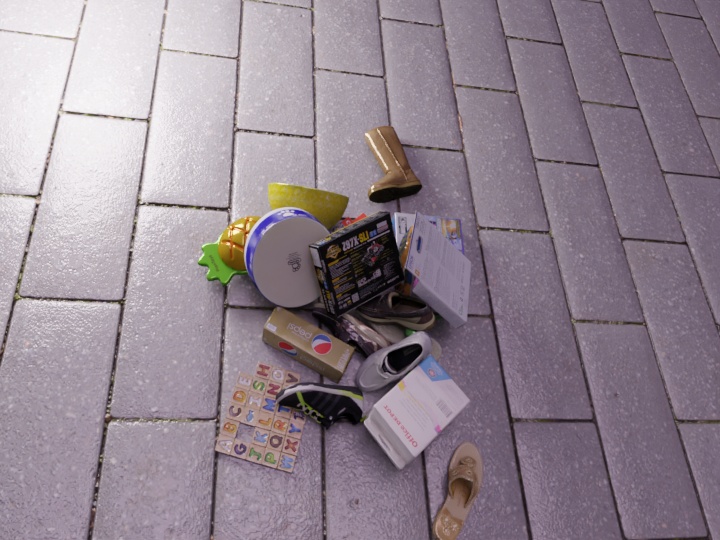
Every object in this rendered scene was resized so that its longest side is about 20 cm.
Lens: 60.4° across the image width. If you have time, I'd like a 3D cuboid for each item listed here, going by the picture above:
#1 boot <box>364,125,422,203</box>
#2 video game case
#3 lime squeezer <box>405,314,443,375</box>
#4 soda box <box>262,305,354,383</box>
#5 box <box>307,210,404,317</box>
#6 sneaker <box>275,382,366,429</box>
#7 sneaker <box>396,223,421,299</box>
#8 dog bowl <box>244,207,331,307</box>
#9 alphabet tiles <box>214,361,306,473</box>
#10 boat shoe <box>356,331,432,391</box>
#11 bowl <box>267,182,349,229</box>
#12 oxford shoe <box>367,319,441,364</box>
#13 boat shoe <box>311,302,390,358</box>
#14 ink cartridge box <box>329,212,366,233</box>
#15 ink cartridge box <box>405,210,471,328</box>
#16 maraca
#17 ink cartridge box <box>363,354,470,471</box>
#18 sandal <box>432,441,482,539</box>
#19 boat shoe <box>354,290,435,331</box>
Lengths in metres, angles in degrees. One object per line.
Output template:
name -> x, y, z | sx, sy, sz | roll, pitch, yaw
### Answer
boot -> 0.057, -0.282, 1.635 | 0.171, 0.066, 0.204 | -11, 65, -33
video game case -> 0.169, -0.040, 1.534 | 0.175, 0.046, 0.206 | 5, 61, -9
lime squeezer -> 0.143, 0.134, 1.364 | 0.070, 0.038, 0.200 | 38, 62, 16
soda box -> -0.114, 0.160, 1.339 | 0.196, 0.068, 0.065 | 29, 58, 4
box -> -0.004, -0.016, 1.335 | 0.196, 0.049, 0.165 | -27, 112, -28
sneaker -> -0.078, 0.282, 1.274 | 0.193, 0.072, 0.085 | 5, 62, -16
sneaker -> 0.136, -0.012, 1.455 | 0.086, 0.075, 0.206 | 21, 59, -20
dog bowl -> -0.151, -0.028, 1.346 | 0.194, 0.207, 0.079 | -11, 21, -19
alphabet tiles -> -0.193, 0.295, 1.281 | 0.162, 0.008, 0.205 | 16, 59, -4
boat shoe -> 0.061, 0.194, 1.298 | 0.074, 0.199, 0.065 | 52, 22, 7
bowl -> -0.129, -0.134, 1.455 | 0.193, 0.200, 0.112 | 9, 92, -8
oxford shoe -> 0.095, 0.151, 1.404 | 0.197, 0.058, 0.076 | 33, 63, 12
boat shoe -> -0.028, 0.141, 1.370 | 0.196, 0.072, 0.066 | 30, 69, 1
ink cartridge box -> -0.021, -0.064, 1.497 | 0.109, 0.051, 0.199 | 44, 62, 12
ink cartridge box -> 0.169, -0.004, 1.392 | 0.199, 0.043, 0.199 | 39, 40, -20
maraca -> -0.270, -0.047, 1.396 | 0.197, 0.108, 0.138 | -31, 64, -17
ink cartridge box -> 0.105, 0.302, 1.280 | 0.198, 0.126, 0.129 | -35, 73, -27
sandal -> 0.210, 0.443, 1.251 | 0.076, 0.070, 0.215 | 27, 59, 3
boat shoe -> 0.072, 0.075, 1.362 | 0.194, 0.066, 0.074 | 9, 41, 26
